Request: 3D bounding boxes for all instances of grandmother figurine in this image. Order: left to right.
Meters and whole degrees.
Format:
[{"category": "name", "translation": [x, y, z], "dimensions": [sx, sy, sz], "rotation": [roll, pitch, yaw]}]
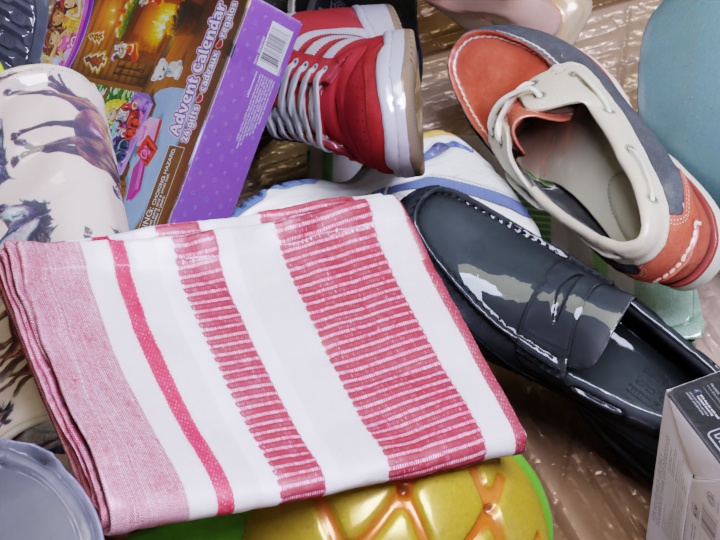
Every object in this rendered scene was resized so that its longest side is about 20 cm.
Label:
[{"category": "grandmother figurine", "translation": [0.031, -0.158, 1.450], "dimensions": [0.121, 0.200, 0.061], "rotation": [-6, 72, 32]}]

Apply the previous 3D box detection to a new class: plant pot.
[{"category": "plant pot", "translation": [0.214, -0.087, 1.431], "dimensions": [0.134, 0.201, 0.200], "rotation": [0, 44, 21]}]

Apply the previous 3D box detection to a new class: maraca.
[{"category": "maraca", "translation": [-0.006, 0.118, 1.242], "dimensions": [0.199, 0.138, 0.107], "rotation": [14, 0, -23]}]

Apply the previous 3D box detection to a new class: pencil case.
[{"category": "pencil case", "translation": [-0.141, 0.009, 1.265], "dimensions": [0.089, 0.078, 0.201], "rotation": [-21, 57, 11]}]

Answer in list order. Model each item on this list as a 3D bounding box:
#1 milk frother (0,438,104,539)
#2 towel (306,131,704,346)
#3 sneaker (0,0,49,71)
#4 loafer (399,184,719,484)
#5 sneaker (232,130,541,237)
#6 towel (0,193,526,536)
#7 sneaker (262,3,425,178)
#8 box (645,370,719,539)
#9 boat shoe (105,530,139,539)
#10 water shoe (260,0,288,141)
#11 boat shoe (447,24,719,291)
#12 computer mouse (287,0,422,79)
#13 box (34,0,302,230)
[{"category": "milk frother", "translation": [-0.108, 0.193, 1.126], "dimensions": [0.199, 0.188, 0.181], "rotation": [10, 62, 13]}, {"category": "towel", "translation": [0.070, -0.019, 1.459], "dimensions": [0.199, 0.023, 0.153], "rotation": [2, 46, -1]}, {"category": "sneaker", "translation": [-0.215, -0.065, 1.393], "dimensions": [0.066, 0.201, 0.078], "rotation": [22, 2, -25]}, {"category": "loafer", "translation": [0.101, 0.025, 1.333], "dimensions": [0.200, 0.070, 0.068], "rotation": [38, 56, -7]}, {"category": "sneaker", "translation": [0.000, 0.000, 1.368], "dimensions": [0.200, 0.075, 0.088], "rotation": [-29, 54, -28]}, {"category": "towel", "translation": [-0.042, 0.035, 1.210], "dimensions": [0.199, 0.023, 0.144], "rotation": [-9, 55, -28]}, {"category": "sneaker", "translation": [-0.030, -0.086, 1.367], "dimensions": [0.112, 0.072, 0.200], "rotation": [-3, 13, -5]}, {"category": "box", "translation": [0.233, 0.081, 1.309], "dimensions": [0.199, 0.117, 0.060], "rotation": [-19, 48, -18]}, {"category": "boat shoe", "translation": [-0.044, 0.084, 1.322], "dimensions": [0.199, 0.070, 0.071], "rotation": [-20, 63, -23]}, {"category": "water shoe", "translation": [-0.076, -0.103, 1.493], "dimensions": [0.071, 0.079, 0.200], "rotation": [17, 48, 12]}, {"category": "boat shoe", "translation": [0.099, -0.061, 1.398], "dimensions": [0.062, 0.071, 0.200], "rotation": [15, 26, -46]}, {"category": "computer mouse", "translation": [0.018, -0.141, 1.552], "dimensions": [0.140, 0.046, 0.201], "rotation": [18, 51, -28]}, {"category": "box", "translation": [-0.118, -0.039, 1.350], "dimensions": [0.137, 0.039, 0.201], "rotation": [13, 81, 45]}]
